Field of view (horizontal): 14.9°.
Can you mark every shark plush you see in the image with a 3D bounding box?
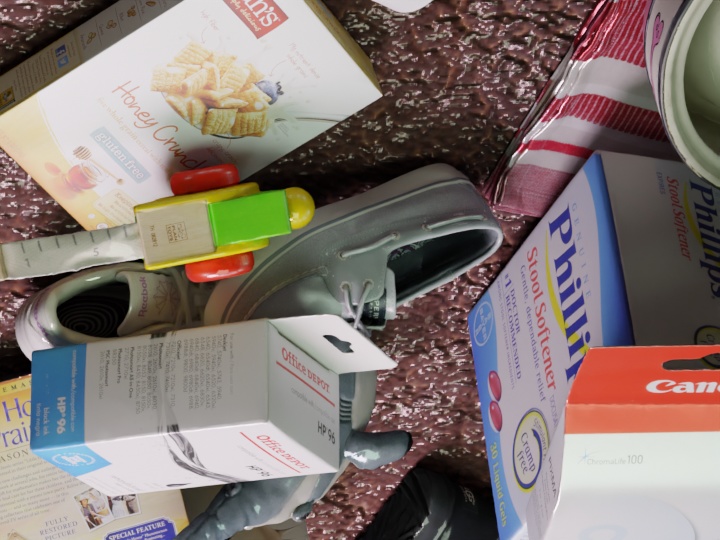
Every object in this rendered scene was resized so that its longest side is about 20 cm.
[{"bbox_3d":[-0.063,0.115,1.795,0.200,0.091,0.084,-36,129,-14],"label":"shark plush"}]

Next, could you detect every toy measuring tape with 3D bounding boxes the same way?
[{"bbox_3d":[-0.125,-0.021,1.630,0.199,0.074,0.074,-11,135,-11],"label":"toy measuring tape"}]

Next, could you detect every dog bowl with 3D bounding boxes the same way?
[{"bbox_3d":[0.258,-0.145,1.650,0.199,0.074,0.201,-10,126,-14],"label":"dog bowl"}]

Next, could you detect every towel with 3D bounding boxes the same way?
[{"bbox_3d":[0.181,-0.100,1.728,0.143,0.023,0.200,12,129,-25],"label":"towel"}]

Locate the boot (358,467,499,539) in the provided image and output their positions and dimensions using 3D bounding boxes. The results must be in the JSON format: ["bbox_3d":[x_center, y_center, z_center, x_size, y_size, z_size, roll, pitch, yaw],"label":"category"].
[{"bbox_3d":[0.067,0.240,1.982,0.167,0.077,0.200,23,118,-27],"label":"boot"}]

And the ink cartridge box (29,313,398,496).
[{"bbox_3d":[-0.087,0.083,1.673,0.199,0.068,0.116,-8,159,20],"label":"ink cartridge box"}]

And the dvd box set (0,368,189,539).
[{"bbox_3d":[-0.185,0.160,1.782,0.145,0.029,0.201,-16,96,-7],"label":"dvd box set"}]

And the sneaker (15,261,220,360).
[{"bbox_3d":[-0.112,0.032,1.717,0.199,0.075,0.100,-4,169,-12],"label":"sneaker"}]

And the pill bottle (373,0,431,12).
[{"bbox_3d":[-0.039,-0.215,1.495,0.199,0.111,0.111,23,124,-32],"label":"pill bottle"}]

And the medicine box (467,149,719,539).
[{"bbox_3d":[0.161,0.057,1.734,0.102,0.183,0.200,8,143,-21],"label":"medicine box"}]

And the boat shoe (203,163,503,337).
[{"bbox_3d":[0.000,0.000,1.693,0.200,0.072,0.070,-27,141,-24],"label":"boat shoe"}]

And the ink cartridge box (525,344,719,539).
[{"bbox_3d":[0.192,0.112,1.612,0.159,0.048,0.200,0,148,-9],"label":"ink cartridge box"}]

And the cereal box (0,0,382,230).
[{"bbox_3d":[-0.106,-0.105,1.632,0.199,0.040,0.144,-30,134,14],"label":"cereal box"}]

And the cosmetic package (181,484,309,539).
[{"bbox_3d":[-0.135,0.194,1.868,0.199,0.104,0.073,-9,135,-8],"label":"cosmetic package"}]
